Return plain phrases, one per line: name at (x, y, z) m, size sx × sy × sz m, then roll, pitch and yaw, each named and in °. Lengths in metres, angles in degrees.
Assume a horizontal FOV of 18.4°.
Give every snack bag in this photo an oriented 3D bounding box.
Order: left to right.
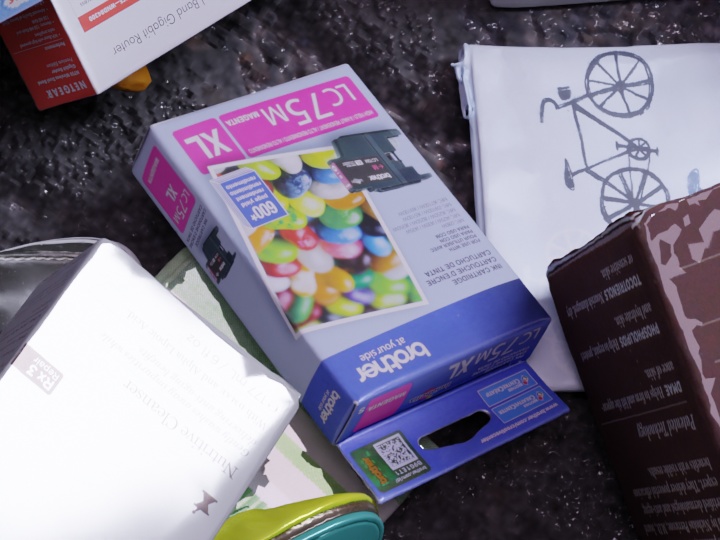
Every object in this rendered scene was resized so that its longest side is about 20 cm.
snack bag at (0.147, -0.023, 1.072) m, size 0.199 × 0.021 × 0.189 m, roll -1°, pitch 70°, yaw -7°

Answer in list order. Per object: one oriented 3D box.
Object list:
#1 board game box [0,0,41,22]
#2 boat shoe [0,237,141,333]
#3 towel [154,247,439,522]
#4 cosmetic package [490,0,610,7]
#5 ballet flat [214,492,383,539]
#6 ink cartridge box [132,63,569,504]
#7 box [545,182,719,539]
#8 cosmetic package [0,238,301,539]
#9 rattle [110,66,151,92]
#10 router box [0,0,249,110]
board game box at (-0.239, -0.149, 0.907) m, size 0.200 × 0.037 × 0.151 m, roll 34°, pitch 46°, yaw 21°
boat shoe at (-0.188, 0.032, 0.995) m, size 0.200 × 0.064 × 0.071 m, roll -21°, pitch 74°, yaw -14°
towel at (-0.084, 0.103, 0.991) m, size 0.153 × 0.023 × 0.200 m, roll 43°, pitch 75°, yaw 5°
cosmetic package at (0.140, -0.256, 1.078) m, size 0.166 × 0.167 × 0.201 m, roll -4°, pitch 71°, yaw -6°
ballet flat at (-0.083, 0.148, 0.940) m, size 0.200 × 0.067 × 0.067 m, roll -41°, pitch 55°, yaw -13°
ink cartridge box at (0.000, 0.000, 1.004) m, size 0.119 × 0.042 × 0.200 m, roll -21°, pitch 65°, yaw -34°
box at (0.201, 0.055, 0.952) m, size 0.166 × 0.164 × 0.200 m, roll -20°, pitch 85°, yaw -11°
cosmetic package at (-0.127, 0.100, 0.876) m, size 0.113 × 0.081 × 0.200 m, roll 39°, pitch 59°, yaw -14°
rattle at (-0.146, -0.204, 1.034) m, size 0.143 × 0.130 × 0.201 m, roll 18°, pitch 84°, yaw 19°
router box at (-0.104, -0.197, 1.017) m, size 0.200 × 0.049 × 0.180 m, roll -37°, pitch 109°, yaw -39°
